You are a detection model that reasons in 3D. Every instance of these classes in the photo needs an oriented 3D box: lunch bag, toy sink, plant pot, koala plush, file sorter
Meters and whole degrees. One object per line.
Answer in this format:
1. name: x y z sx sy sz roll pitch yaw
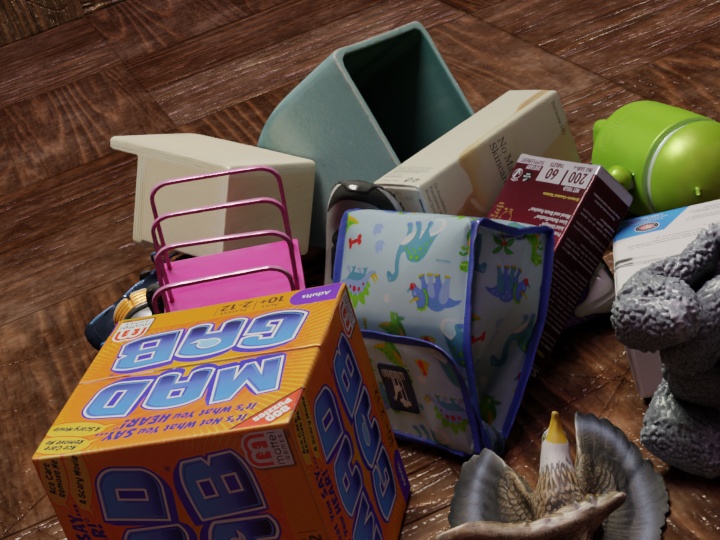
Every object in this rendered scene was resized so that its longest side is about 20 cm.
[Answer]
1. lunch bag: 0.061 0.051 1.332 0.127 0.200 0.170 3 3 -43
2. toy sink: -0.167 -0.077 1.677 0.200 0.112 0.130 16 15 39
3. plant pot: -0.001 -0.131 1.731 0.200 0.196 0.196 -30 1 36
4. koala plush: 0.319 0.063 1.121 0.184 0.178 0.200 -37 36 -21
5. file sorter: -0.123 0.015 1.442 0.139 0.126 0.200 -10 44 -1

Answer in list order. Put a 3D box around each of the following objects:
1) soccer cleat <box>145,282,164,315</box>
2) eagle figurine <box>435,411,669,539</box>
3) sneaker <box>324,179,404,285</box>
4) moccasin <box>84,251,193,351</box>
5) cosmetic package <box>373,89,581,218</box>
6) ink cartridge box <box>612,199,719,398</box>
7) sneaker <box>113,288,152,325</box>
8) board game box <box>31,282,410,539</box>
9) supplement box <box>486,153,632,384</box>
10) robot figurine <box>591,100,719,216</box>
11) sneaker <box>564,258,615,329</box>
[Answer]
1. soccer cleat: -0.122 0.041 1.554 0.200 0.068 0.073 12 43 26
2. eagle figurine: 0.144 0.174 1.116 0.152 0.151 0.200 28 -1 6
3. sneaker: 0.000 0.000 1.445 0.074 0.200 0.079 8 42 8
4. moccasin: -0.223 0.020 1.715 0.068 0.081 0.200 22 43 39
5. cosmetic package: 0.118 -0.086 1.497 0.200 0.105 0.071 -37 26 -29
6. ink cartridge box: 0.300 0.018 1.349 0.146 0.084 0.200 -11 24 14
7. sneaker: -0.156 0.049 1.637 0.200 0.078 0.077 -18 52 -14
8. board game box: -0.095 0.156 1.188 0.200 0.200 0.200 -10 26 17
9. supplement box: 0.153 -0.004 1.420 0.109 0.061 0.200 14 71 51
10. robot figurine: 0.313 -0.106 1.568 0.175 0.116 0.200 -14 21 -21
11. sneaker: 0.184 -0.004 1.495 0.083 0.081 0.200 -31 20 3
